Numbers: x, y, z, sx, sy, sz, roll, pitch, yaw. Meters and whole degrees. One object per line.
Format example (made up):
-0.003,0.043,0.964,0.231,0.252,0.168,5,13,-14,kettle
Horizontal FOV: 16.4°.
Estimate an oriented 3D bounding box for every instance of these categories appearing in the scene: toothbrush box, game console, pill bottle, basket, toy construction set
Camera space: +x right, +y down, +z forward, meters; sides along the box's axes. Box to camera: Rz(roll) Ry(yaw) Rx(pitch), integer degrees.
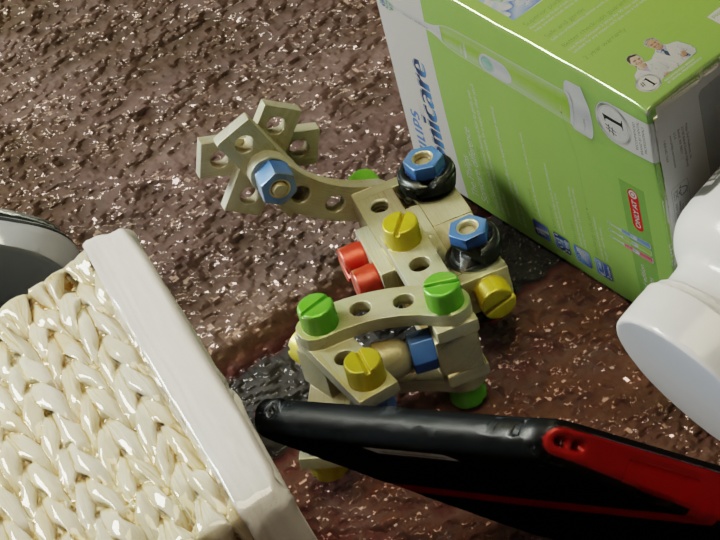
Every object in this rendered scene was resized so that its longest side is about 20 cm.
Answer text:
0.106,-0.084,1.205,0.086,0.146,0.200,-38,46,-22,toothbrush box
0.078,0.081,0.998,0.200,0.177,0.031,-1,70,55,game console
0.212,-0.019,1.109,0.200,0.116,0.116,-48,49,-10,pill bottle
-0.096,0.102,1.078,0.123,0.136,0.200,-31,43,-3,basket
0.000,0.000,1.199,0.131,0.092,0.200,-22,54,-6,toy construction set

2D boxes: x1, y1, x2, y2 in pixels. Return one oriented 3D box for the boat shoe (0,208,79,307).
-0.227,-0.027,1.299,0.199,0.074,0.068,2,59,31,boat shoe
